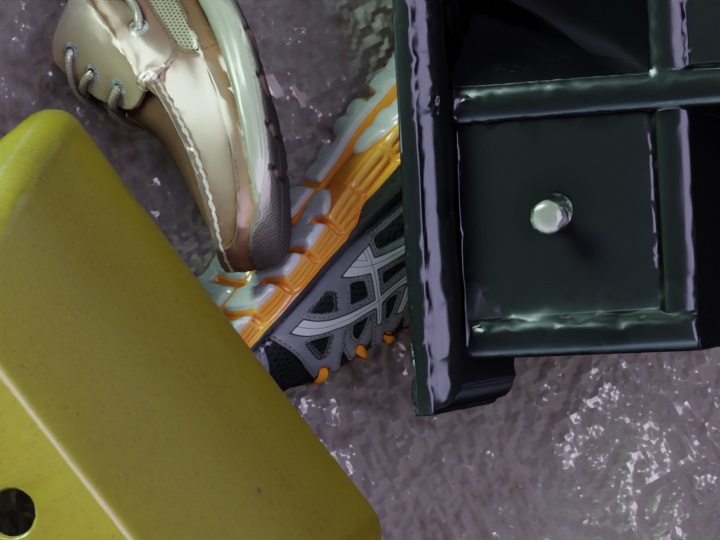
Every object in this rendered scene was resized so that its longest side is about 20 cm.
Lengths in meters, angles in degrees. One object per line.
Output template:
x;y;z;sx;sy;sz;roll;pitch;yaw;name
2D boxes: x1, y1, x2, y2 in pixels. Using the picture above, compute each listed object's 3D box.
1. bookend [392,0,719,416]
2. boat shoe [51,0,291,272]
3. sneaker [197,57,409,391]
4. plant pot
0.118;-0.054;0.969;0.198;0.092;0.200;-2;90;17;bookend
-0.076;-0.082;1.034;0.072;0.076;0.200;-18;61;-2;boat shoe
0.000;0.000;1.058;0.200;0.078;0.077;-48;111;-10;sneaker
-0.132;0.086;0.929;0.200;0.176;0.200;-37;93;7;plant pot
